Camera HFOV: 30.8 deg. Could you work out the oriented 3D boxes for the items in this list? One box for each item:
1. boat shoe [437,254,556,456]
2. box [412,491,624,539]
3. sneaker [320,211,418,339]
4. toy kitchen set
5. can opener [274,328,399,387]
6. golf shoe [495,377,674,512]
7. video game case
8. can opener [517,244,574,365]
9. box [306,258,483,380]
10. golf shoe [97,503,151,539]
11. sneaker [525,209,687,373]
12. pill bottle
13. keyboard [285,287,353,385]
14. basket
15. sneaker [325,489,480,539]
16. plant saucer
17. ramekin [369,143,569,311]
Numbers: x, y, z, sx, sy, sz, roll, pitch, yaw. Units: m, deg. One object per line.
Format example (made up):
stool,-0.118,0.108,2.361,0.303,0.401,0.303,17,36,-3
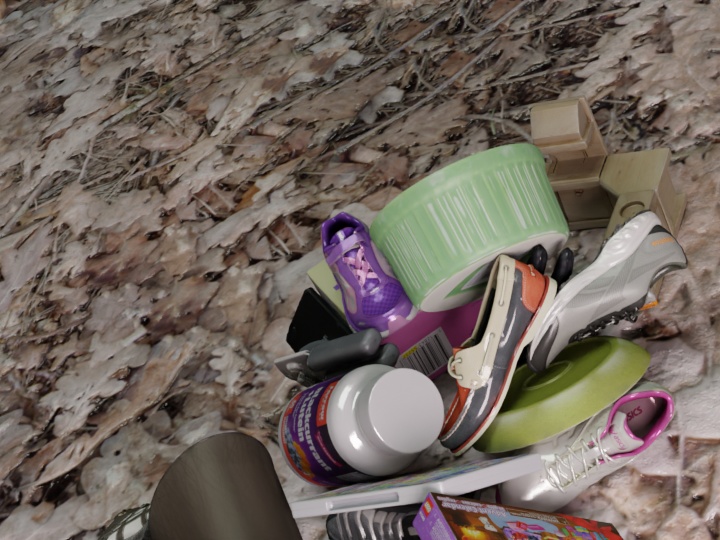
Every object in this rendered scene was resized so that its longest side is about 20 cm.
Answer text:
boat shoe,0.120,0.083,1.278,0.200,0.062,0.071,-63,14,3
box,0.156,0.254,1.092,0.039,0.200,0.137,-65,29,21
sneaker,0.000,0.000,1.457,0.080,0.089,0.200,-28,34,0
toy kitchen set,0.238,-0.079,1.488,0.200,0.163,0.181,-5,40,33
can opener,-0.024,0.089,1.434,0.200,0.053,0.067,-22,34,53
golf shoe,0.213,0.166,1.236,0.200,0.075,0.092,-37,-1,-10
video game case,0.051,0.202,1.227,0.143,0.018,0.200,-6,-8,-45
can opener,0.190,0.030,1.377,0.063,0.200,0.079,0,59,-9
box,0.062,0.026,1.542,0.176,0.097,0.200,-35,34,-8
golf shoe,-0.231,0.280,1.444,0.200,0.078,0.094,-38,34,-14
sneaker,0.243,0.031,1.306,0.200,0.074,0.079,-45,75,0
pill bottle,0.002,0.157,1.331,0.111,0.111,0.200,-50,10,-28
keyboard,-0.029,0.106,1.534,0.200,0.040,0.104,47,117,54
basket,-0.115,0.292,1.283,0.136,0.181,0.200,0,33,-28
sneaker,0.061,0.252,1.284,0.115,0.075,0.200,-18,4,-37
plant saucer,0.192,0.116,1.309,0.200,0.031,0.200,-29,7,4
ramekin,0.118,-0.038,1.357,0.200,0.200,0.098,-27,75,4
